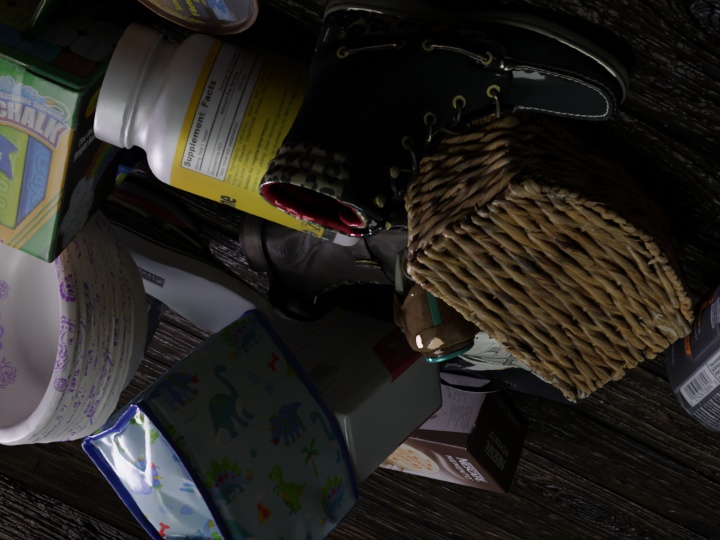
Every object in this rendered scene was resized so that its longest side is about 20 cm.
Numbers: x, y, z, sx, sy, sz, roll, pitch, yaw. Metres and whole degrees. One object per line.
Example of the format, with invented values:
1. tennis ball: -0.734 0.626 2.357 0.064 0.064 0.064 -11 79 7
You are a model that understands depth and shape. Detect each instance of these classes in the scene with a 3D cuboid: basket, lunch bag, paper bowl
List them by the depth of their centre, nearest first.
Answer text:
1. basket: 0.138 -0.034 0.973 0.199 0.150 0.142 37 121 -28
2. paper bowl: -0.251 0.039 1.119 0.104 0.203 0.200 1 177 -43
3. lunch bag: -0.105 0.166 1.154 0.201 0.170 0.127 52 135 -3

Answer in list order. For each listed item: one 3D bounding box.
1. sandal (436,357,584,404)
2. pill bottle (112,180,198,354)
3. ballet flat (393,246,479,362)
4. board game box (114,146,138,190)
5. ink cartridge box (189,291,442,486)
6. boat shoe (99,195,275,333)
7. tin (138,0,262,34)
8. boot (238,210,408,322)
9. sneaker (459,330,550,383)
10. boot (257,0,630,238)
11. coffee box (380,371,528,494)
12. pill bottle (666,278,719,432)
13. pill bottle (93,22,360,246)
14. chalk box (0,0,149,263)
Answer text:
1. sandal: 0.116 0.092 1.292 0.198 0.043 0.076 14 155 22
2. pill bottle: -0.242 0.026 1.287 0.115 0.201 0.116 20 158 9
3. ballet flat: 0.051 0.017 1.044 0.067 0.073 0.200 -18 -173 3
4. board game box: -0.299 -0.119 1.171 0.198 0.045 0.134 17 161 -18
5. ink cartridge box: -0.043 0.105 1.297 0.199 0.145 0.084 16 128 35
6. boat shoe: -0.159 -0.009 1.203 0.199 0.064 0.071 28 140 -8
7. tin: -0.125 -0.224 0.846 0.111 0.042 0.200 8 154 24
8. boot: 0.000 0.000 1.180 0.172 0.070 0.200 5 159 21
9. sneaker: 0.130 0.050 1.125 0.087 0.076 0.199 22 162 -40
10. boot: 0.048 -0.084 0.829 0.202 0.155 0.074 16 157 17
11. coffee box: 0.062 0.161 1.447 0.199 0.080 0.114 6 152 35
12. pill bottle: 0.288 0.037 0.929 0.105 0.107 0.200 22 157 2
13. pill bottle: -0.078 -0.100 0.953 0.198 0.113 0.113 19 157 -2
14. chalk box: -0.240 -0.134 0.993 0.123 0.125 0.201 21 125 3
